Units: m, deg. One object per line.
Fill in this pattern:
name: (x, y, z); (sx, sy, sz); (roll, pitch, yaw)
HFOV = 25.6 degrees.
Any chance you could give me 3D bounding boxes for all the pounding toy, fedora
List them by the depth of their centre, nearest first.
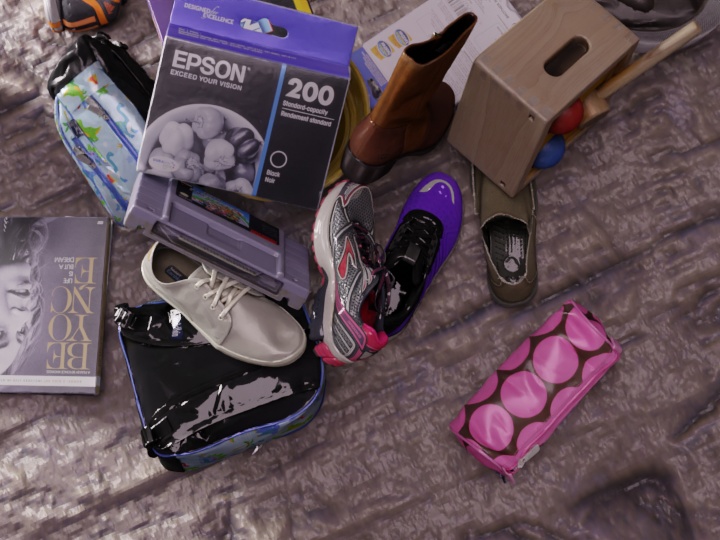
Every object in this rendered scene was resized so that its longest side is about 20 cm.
pounding toy: (0.222, -0.197, 1.675); (0.142, 0.184, 0.200); (43, 65, 13)
fedora: (0.319, -0.312, 1.763); (0.199, 0.090, 0.177); (5, 77, 13)

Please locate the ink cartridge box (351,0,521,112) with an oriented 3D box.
ink cartridge box: (0.090, -0.240, 1.789); (0.200, 0.042, 0.119); (-34, 80, -6)

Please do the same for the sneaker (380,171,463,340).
sneaker: (0.059, -0.018, 1.717); (0.069, 0.100, 0.200); (23, 82, 5)

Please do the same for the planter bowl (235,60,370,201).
planter bowl: (-0.086, -0.159, 1.758); (0.200, 0.083, 0.201); (-1, 74, 4)

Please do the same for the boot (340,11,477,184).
boot: (0.067, -0.199, 1.641); (0.188, 0.200, 0.068); (-31, 71, -38)

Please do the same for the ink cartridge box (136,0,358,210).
ink cartridge box: (-0.115, -0.179, 1.641); (0.198, 0.043, 0.201); (12, 99, -10)

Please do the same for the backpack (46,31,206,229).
backpack: (-0.253, -0.143, 1.742); (0.200, 0.163, 0.154); (40, 92, 3)

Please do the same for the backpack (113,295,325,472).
backpack: (-0.137, 0.107, 1.680); (0.199, 0.147, 0.183); (-17, 72, -1)

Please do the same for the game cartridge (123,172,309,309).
game cartridge: (-0.144, -0.037, 1.637); (0.200, 0.130, 0.038); (26, 112, -13)

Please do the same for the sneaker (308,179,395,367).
sneaker: (0.000, 0.000, 1.646); (0.075, 0.081, 0.201); (-15, 66, 38)

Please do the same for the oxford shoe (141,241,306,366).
oxford shoe: (-0.142, 0.030, 1.605); (0.200, 0.058, 0.075); (34, 62, 16)

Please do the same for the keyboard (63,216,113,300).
keyboard: (-0.313, 0.039, 1.774); (0.056, 0.011, 0.201); (3, 80, 4)

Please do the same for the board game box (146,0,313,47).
board game box: (-0.132, -0.258, 1.717); (0.165, 0.057, 0.200); (-20, 73, -4)

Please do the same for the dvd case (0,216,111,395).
dvd case: (-0.356, 0.038, 1.765); (0.148, 0.016, 0.201); (0, 79, 10)

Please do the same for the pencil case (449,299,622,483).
pencil case: (0.192, 0.128, 1.690); (0.200, 0.091, 0.094); (-49, 45, -4)

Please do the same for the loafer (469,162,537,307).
loafer: (0.163, -0.063, 1.735); (0.075, 0.070, 0.201); (-9, 79, 2)

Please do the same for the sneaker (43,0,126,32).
sneaker: (-0.316, -0.376, 1.828); (0.112, 0.078, 0.201); (-9, 90, -2)
